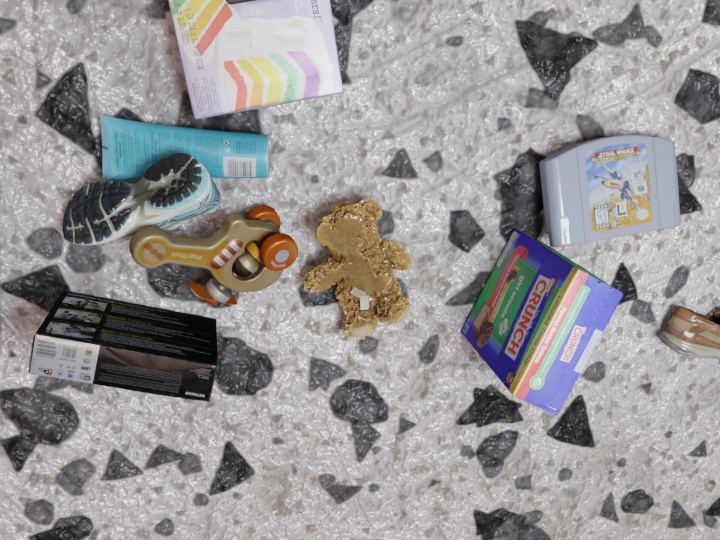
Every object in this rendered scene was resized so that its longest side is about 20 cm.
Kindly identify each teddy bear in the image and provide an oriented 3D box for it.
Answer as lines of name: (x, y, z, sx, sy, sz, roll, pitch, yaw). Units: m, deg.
teddy bear: (0.000, 0.000, 0.923, 0.144, 0.067, 0.201, -33, 117, 10)

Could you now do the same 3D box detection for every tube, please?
tube: (-0.208, -0.140, 0.839, 0.197, 0.050, 0.079, 2, 108, -7)

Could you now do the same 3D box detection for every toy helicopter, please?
toy helicopter: (-0.180, -0.012, 0.844, 0.198, 0.079, 0.133, 6, 123, -37)

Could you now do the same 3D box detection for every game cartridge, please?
game cartridge: (0.339, -0.112, 0.949, 0.197, 0.042, 0.135, -10, 101, -13)

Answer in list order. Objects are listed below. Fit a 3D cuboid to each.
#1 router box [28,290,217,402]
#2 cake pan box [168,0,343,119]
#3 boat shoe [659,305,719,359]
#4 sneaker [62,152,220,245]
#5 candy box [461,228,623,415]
router box: (-0.271, 0.088, 0.840, 0.197, 0.149, 0.052, 13, 104, -15)
cake pan box: (-0.123, -0.289, 0.806, 0.181, 0.052, 0.203, -11, 108, -11)
boat shoe: (0.549, 0.096, 1.056, 0.197, 0.076, 0.073, 9, 103, -16)
sneaker: (-0.257, -0.065, 0.835, 0.197, 0.086, 0.079, -15, 67, 13)
candy box: (0.224, 0.058, 0.907, 0.076, 0.200, 0.171, 22, 102, -17)
